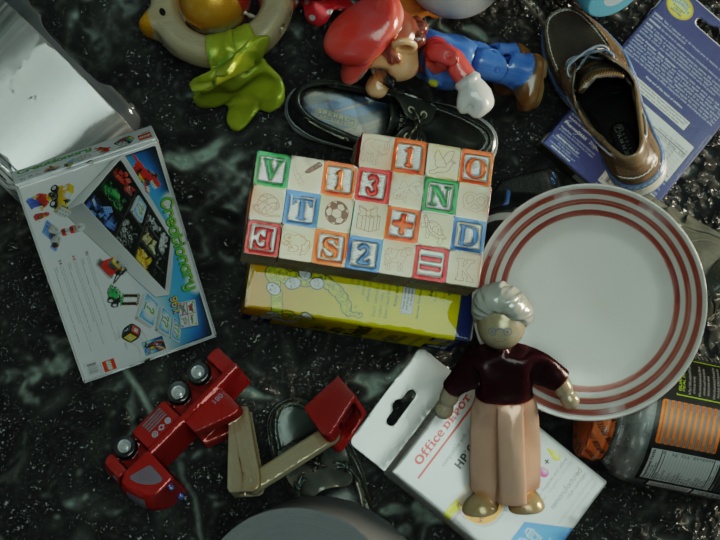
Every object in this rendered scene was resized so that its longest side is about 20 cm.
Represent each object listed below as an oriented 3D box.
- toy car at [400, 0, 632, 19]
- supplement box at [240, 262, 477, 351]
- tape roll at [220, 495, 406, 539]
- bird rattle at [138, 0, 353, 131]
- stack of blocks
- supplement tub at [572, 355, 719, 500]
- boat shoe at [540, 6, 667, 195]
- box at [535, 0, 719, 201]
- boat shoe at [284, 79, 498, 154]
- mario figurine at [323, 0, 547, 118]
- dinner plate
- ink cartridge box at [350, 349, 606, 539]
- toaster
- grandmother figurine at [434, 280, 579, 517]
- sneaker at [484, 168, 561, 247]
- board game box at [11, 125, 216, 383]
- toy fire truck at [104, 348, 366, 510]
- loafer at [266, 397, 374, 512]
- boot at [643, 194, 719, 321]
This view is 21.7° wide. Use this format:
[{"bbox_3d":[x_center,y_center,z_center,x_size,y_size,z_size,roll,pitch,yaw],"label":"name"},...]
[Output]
[{"bbox_3d":[0.114,-0.285,1.692,0.200,0.176,0.185,-38,61,25],"label":"toy car"},{"bbox_3d":[0.000,0.000,1.650,0.198,0.109,0.111,9,82,-5],"label":"supplement box"},{"bbox_3d":[-0.040,0.296,1.594,0.198,0.066,0.203,1,94,20],"label":"tape roll"},{"bbox_3d":[-0.107,-0.239,1.675,0.162,0.113,0.201,26,78,14],"label":"bird rattle"},{"bbox_3d":[0.005,-0.052,1.572,0.198,0.059,0.116,8,82,-5],"label":"stack of blocks"},{"bbox_3d":[0.295,0.136,1.659,0.198,0.123,0.124,13,82,-4],"label":"supplement tub"},{"bbox_3d":[0.216,-0.165,1.670,0.072,0.072,0.201,-29,62,3],"label":"boat shoe"},{"bbox_3d":[0.271,-0.152,1.734,0.121,0.032,0.200,41,83,0],"label":"box"},{"bbox_3d":[0.029,-0.129,1.694,0.198,0.057,0.069,11,82,-5],"label":"boat shoe"},{"bbox_3d":[0.058,-0.176,1.672,0.198,0.123,0.107,11,71,-21],"label":"mario figurine"},{"bbox_3d":[0.194,0.026,1.594,0.198,0.024,0.202,1,97,7],"label":"dinner plate"},{"bbox_3d":[0.102,0.170,1.662,0.199,0.068,0.115,38,82,-1],"label":"ink cartridge box"},{"bbox_3d":[-0.294,-0.146,1.635,0.200,0.114,0.129,45,83,-2],"label":"toaster"},{"bbox_3d":[0.123,0.105,1.571,0.120,0.061,0.202,-7,109,-6],"label":"grandmother figurine"},{"bbox_3d":[0.198,-0.037,1.696,0.198,0.073,0.113,10,55,-24],"label":"sneaker"},{"bbox_3d":[-0.209,-0.012,1.616,0.125,0.035,0.202,-19,119,-9],"label":"board game box"},{"bbox_3d":[-0.109,0.146,1.624,0.200,0.049,0.141,-45,65,-7],"label":"toy fire truck"},{"bbox_3d":[-0.020,0.202,1.648,0.071,0.063,0.201,-26,87,-8],"label":"loafer"},{"bbox_3d":[0.300,-0.033,1.673,0.130,0.199,0.068,37,120,19],"label":"boot"}]
